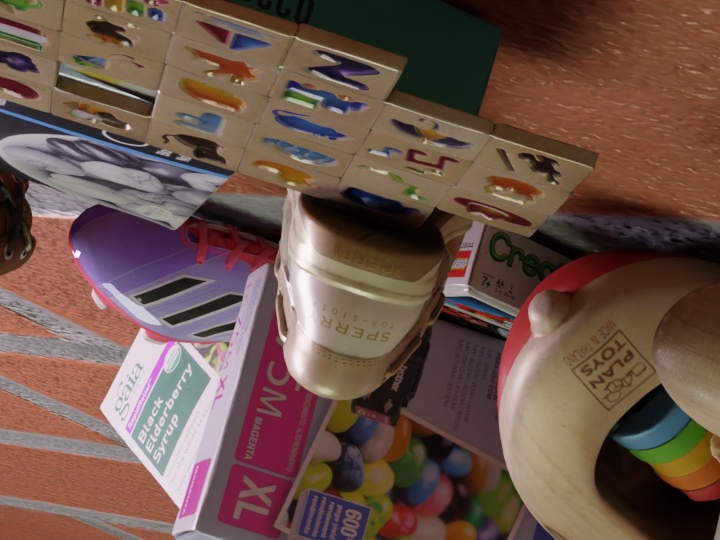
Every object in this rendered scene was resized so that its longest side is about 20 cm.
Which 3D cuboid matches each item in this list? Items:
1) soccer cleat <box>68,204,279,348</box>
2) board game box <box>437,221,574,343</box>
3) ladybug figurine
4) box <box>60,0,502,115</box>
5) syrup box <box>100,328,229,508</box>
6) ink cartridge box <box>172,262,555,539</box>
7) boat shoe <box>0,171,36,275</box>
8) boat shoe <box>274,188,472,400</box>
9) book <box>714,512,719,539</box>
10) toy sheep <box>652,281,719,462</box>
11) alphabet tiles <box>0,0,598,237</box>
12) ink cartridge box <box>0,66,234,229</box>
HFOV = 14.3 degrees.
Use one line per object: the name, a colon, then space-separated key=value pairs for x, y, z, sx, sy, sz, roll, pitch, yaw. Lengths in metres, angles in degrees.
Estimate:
soccer cleat: x=-0.037 y=0.010 z=1.303 sx=0.200 sy=0.067 sz=0.076 roll=28 pitch=134 yaw=-24
board game box: x=0.086 y=0.028 z=1.255 sx=0.200 sy=0.035 sz=0.126 roll=25 pitch=165 yaw=-33
ladybug figurine: x=0.122 y=0.053 z=1.156 sx=0.200 sy=0.136 sz=0.072 roll=44 pitch=-170 yaw=-43
box: x=-0.061 y=-0.087 z=0.920 sx=0.200 sy=0.049 sz=0.082 roll=22 pitch=166 yaw=-23
syrup box: x=-0.048 y=0.085 z=1.391 sx=0.081 sy=0.079 sz=0.200 roll=22 pitch=-169 yaw=-32
ink cartridge box: x=0.033 y=0.084 z=1.204 sx=0.200 sy=0.120 sz=0.042 roll=19 pitch=165 yaw=-16
boat shoe: x=-0.172 y=-0.029 z=1.219 sx=0.068 sy=0.072 sz=0.200 roll=1 pitch=-169 yaw=-9
boat shoe: x=0.000 y=0.000 z=1.054 sx=0.072 sy=0.065 sz=0.200 roll=17 pitch=-169 yaw=0
book: x=0.195 y=0.140 z=1.066 sx=0.048 sy=0.134 sz=0.200 roll=-6 pitch=-148 yaw=-25
toy sheep: x=0.195 y=0.031 z=0.936 sx=0.199 sy=0.138 sz=0.138 roll=5 pitch=164 yaw=18
alphabet tiles: x=-0.030 y=-0.053 z=0.898 sx=0.199 sy=0.008 sz=0.167 roll=17 pitch=166 yaw=-5
ink cartridge box: x=-0.139 y=-0.077 z=1.071 sx=0.200 sy=0.044 sz=0.198 roll=19 pitch=168 yaw=-10
